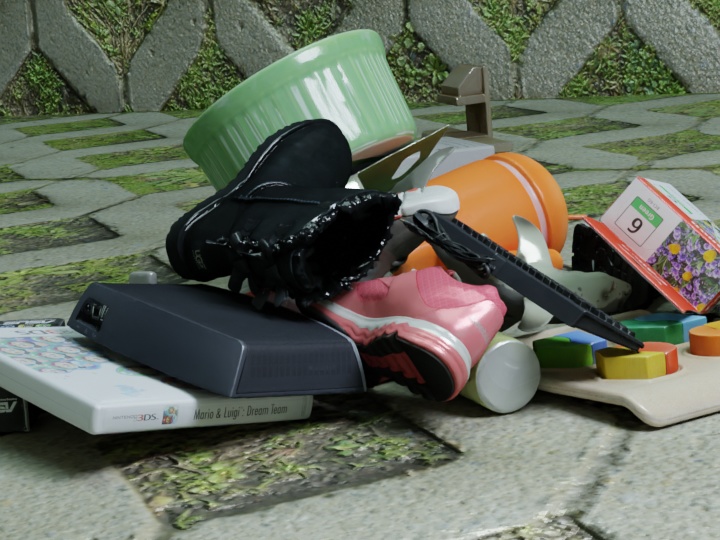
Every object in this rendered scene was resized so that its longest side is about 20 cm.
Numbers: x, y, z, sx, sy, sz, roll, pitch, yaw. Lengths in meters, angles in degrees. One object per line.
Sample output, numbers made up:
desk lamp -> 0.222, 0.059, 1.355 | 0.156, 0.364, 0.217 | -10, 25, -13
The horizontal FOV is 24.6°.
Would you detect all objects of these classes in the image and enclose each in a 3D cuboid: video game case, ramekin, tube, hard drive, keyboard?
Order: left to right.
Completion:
video game case -> -0.163, 0.071, 1.144 | 0.181, 0.024, 0.199 | 1, 12, -43
hard drive -> -0.101, 0.045, 1.152 | 0.134, 0.043, 0.199 | 2, 11, -42
ramekin -> -0.047, -0.116, 1.446 | 0.199, 0.098, 0.200 | -29, -7, -4
tube -> 0.064, 0.056, 1.201 | 0.058, 0.052, 0.200 | 13, 4, -25
keyboard -> 0.103, -0.002, 1.154 | 0.126, 0.021, 0.200 | 20, 9, -35

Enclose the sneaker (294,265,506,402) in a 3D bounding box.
sneaker -> 0.031, 0.034, 1.158 | 0.087, 0.074, 0.199 | -43, 29, -20

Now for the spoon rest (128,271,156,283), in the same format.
spoon rest -> -0.099, 0.035, 1.384 | 0.198, 0.061, 0.099 | 4, -3, -32

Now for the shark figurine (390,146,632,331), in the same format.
shark figurine -> 0.094, 0.004, 1.306 | 0.214, 0.090, 0.128 | 33, 45, 11

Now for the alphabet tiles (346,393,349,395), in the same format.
alphabet tiles -> -0.030, 0.069, 1.289 | 0.165, 0.006, 0.199 | 6, 15, 40

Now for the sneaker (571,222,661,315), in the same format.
sneaker -> 0.242, -0.008, 1.421 | 0.087, 0.077, 0.200 | 2, 11, -4

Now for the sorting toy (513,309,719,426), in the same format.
sorting toy -> 0.206, 0.059, 1.178 | 0.184, 0.037, 0.199 | -10, 13, -30

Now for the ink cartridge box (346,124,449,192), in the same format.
ink cartridge box -> -0.010, -0.048, 1.477 | 0.199, 0.048, 0.146 | -25, -10, -18

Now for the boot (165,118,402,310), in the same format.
boot -> -0.035, -0.046, 1.211 | 0.162, 0.074, 0.198 | 4, 36, 48

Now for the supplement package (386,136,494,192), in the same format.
supplement package -> 0.023, -0.061, 1.634 | 0.198, 0.121, 0.121 | -8, 12, -20

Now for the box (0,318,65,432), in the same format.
box -> -0.330, 0.081, 1.237 | 0.198, 0.048, 0.193 | -3, 13, -2

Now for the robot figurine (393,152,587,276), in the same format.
robot figurine -> 0.100, -0.032, 1.436 | 0.199, 0.118, 0.144 | -24, 2, -28

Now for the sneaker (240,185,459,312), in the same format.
sneaker -> 0.000, 0.000, 1.293 | 0.199, 0.082, 0.077 | -26, 6, 23

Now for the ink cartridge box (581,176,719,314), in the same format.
ink cartridge box -> 0.247, -0.020, 1.288 | 0.109, 0.050, 0.200 | 45, 14, 16

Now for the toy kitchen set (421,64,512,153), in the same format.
toy kitchen set -> 0.072, -0.162, 2.023 | 0.179, 0.165, 0.200 | -7, 11, -17
